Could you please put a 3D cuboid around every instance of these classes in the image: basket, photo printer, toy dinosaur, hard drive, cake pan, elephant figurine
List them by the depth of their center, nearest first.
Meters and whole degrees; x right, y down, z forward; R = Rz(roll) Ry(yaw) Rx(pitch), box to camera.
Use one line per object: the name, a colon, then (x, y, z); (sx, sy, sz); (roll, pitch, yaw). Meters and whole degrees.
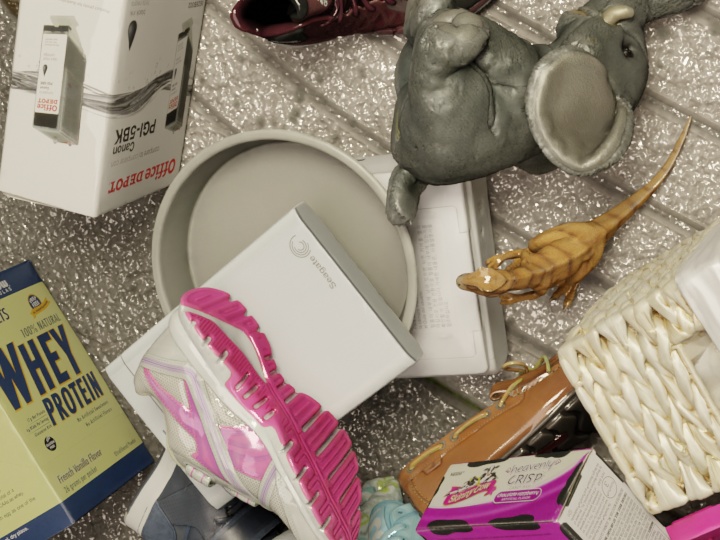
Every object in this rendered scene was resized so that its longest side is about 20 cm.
basket: (0.224, 0.050, 0.871); (0.123, 0.200, 0.136); (-30, 91, 28)
elephant figurine: (0.126, -0.118, 0.894); (0.199, 0.142, 0.156); (8, 132, -7)
toy dinosaur: (0.152, -0.017, 0.941); (0.060, 0.200, 0.106); (54, 157, 6)
hard drive: (-0.071, 0.063, 0.955); (0.200, 0.027, 0.132); (-38, 90, 24)
cake pan: (-0.050, -0.003, 0.963); (0.199, 0.037, 0.201); (6, 107, 19)
photo printer: (0.000, 0.000, 1.005); (0.199, 0.069, 0.167); (-5, 103, 21)

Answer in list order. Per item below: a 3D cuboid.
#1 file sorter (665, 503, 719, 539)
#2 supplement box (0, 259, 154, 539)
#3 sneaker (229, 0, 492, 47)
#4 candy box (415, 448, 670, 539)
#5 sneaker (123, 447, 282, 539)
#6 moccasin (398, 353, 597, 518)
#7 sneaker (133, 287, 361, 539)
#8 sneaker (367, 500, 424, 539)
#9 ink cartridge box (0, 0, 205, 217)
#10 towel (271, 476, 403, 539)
file sorter: (0.306, 0.188, 0.854); (0.139, 0.200, 0.126); (-30, 69, 23)
supplement box: (-0.319, 0.136, 1.116); (0.200, 0.134, 0.200); (-32, 91, 23)
sneaker: (0.002, -0.189, 0.935); (0.199, 0.115, 0.076); (-14, 98, 22)
candy box: (0.151, 0.204, 0.886); (0.200, 0.061, 0.136); (47, 146, -19)
sneaker: (-0.090, 0.172, 1.067); (0.146, 0.077, 0.203); (40, 122, 19)
moccasin: (0.115, 0.103, 0.973); (0.201, 0.074, 0.078); (-42, 52, 4)
sneaker: (-0.076, 0.113, 0.919); (0.088, 0.081, 0.200); (-39, 82, 26)
sneaker: (0.029, 0.210, 0.977); (0.082, 0.200, 0.074); (35, 111, 13)
ink cartridge box: (-0.181, -0.153, 0.992); (0.083, 0.147, 0.201); (16, 108, 13)
towel: (-0.021, 0.266, 1.010); (0.048, 0.200, 0.172); (5, 106, 36)
